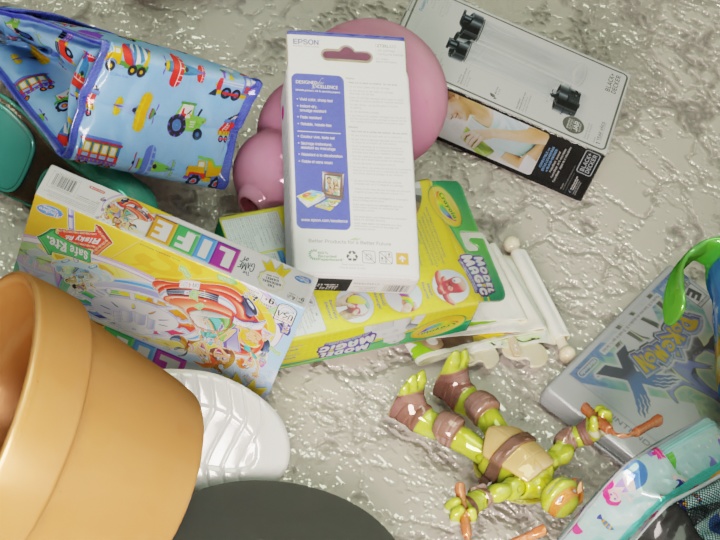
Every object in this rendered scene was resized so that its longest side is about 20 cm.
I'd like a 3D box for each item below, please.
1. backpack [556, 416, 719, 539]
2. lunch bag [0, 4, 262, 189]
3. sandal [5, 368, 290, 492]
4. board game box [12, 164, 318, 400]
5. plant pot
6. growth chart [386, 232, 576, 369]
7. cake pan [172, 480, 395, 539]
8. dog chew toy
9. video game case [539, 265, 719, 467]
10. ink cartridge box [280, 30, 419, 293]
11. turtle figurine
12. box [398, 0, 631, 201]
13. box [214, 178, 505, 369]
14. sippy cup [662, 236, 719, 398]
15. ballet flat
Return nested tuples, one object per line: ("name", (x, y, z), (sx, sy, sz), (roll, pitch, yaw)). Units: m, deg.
("backpack", (0.234, 0.193, 1.594), (0.200, 0.178, 0.151), (-17, 62, -38))
("lunch bag", (-0.198, -0.146, 1.759), (0.150, 0.094, 0.200), (11, 15, -41))
("sandal", (-0.147, 0.101, 1.603), (0.202, 0.083, 0.050), (13, 3, -9))
("board game box", (-0.143, 0.020, 1.624), (0.200, 0.135, 0.034), (23, 45, -1))
("plant pot", (-0.193, 0.117, 1.488), (0.140, 0.200, 0.200), (23, 42, -25))
("growth chart", (0.063, 0.020, 1.793), (0.200, 0.018, 0.145), (2, 49, -21))
("cake pan", (-0.058, 0.202, 1.517), (0.200, 0.037, 0.200), (6, 31, -4))
("dog chew toy", (-0.022, -0.108, 1.808), (0.124, 0.125, 0.200), (37, 59, 13))
("video game case", (0.261, 0.100, 1.799), (0.182, 0.022, 0.200), (38, 46, 13))
("ink cartridge box", (-0.009, -0.081, 1.719), (0.094, 0.037, 0.200), (2, 69, -12))
("turtle figurine", (0.111, 0.127, 1.681), (0.200, 0.064, 0.161), (-32, 59, -31))
("box", (0.115, -0.151, 1.943), (0.200, 0.060, 0.117), (23, 45, -2))
("box", (0.000, 0.000, 1.735), (0.200, 0.048, 0.118), (-11, 63, -18))
("sippy cup", (0.326, 0.050, 1.774), (0.177, 0.140, 0.131), (-1, 54, 19))
("ballet flat", (-0.233, -0.078, 1.738), (0.200, 0.067, 0.070), (35, 21, 11))
